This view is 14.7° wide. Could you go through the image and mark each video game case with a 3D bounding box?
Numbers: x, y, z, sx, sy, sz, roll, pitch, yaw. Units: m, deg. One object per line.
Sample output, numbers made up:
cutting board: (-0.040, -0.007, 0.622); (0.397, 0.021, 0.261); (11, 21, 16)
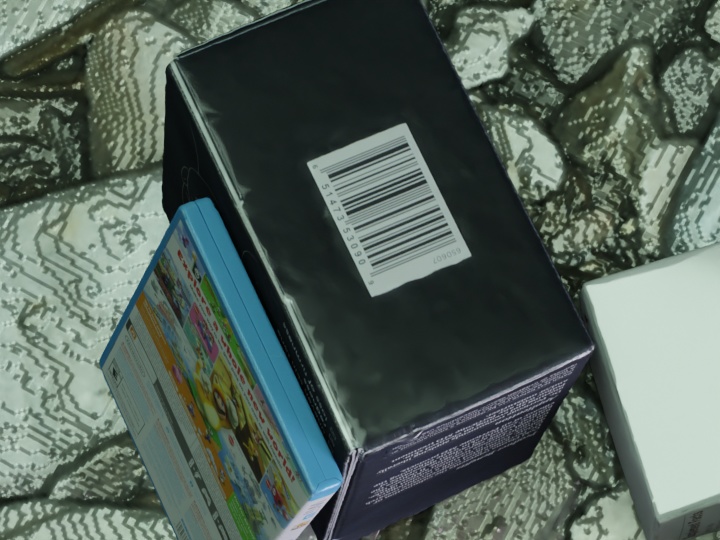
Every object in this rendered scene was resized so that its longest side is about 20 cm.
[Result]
video game case: (-0.069, 0.068, 1.299); (0.018, 0.200, 0.143); (-19, 75, -23)

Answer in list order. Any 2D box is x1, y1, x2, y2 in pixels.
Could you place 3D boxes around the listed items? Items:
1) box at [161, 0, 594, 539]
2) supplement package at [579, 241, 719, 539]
box: (0.000, 0.000, 1.297); (0.124, 0.197, 0.200); (-23, 76, -13)
supplement package: (0.213, 0.043, 1.316); (0.199, 0.117, 0.117); (-17, 77, 1)
